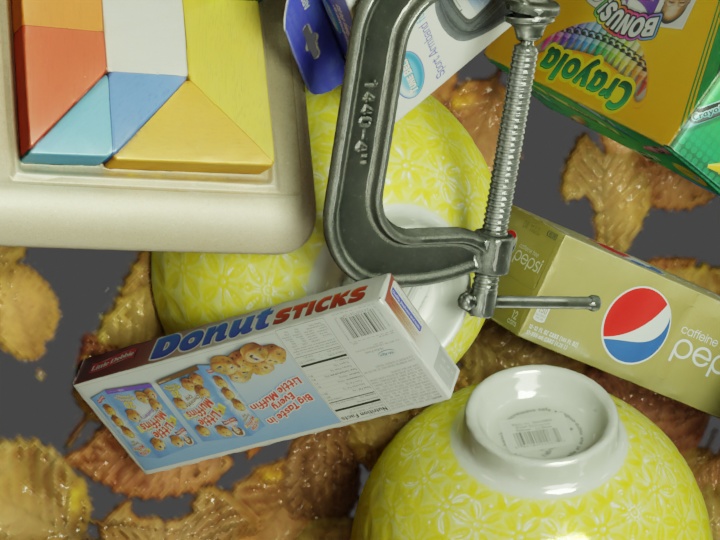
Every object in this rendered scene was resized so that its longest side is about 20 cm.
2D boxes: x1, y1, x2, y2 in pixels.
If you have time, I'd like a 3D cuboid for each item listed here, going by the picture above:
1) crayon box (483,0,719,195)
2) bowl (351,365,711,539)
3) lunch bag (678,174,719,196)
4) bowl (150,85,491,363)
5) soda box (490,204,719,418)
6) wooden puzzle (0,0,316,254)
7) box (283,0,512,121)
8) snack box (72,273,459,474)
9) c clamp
[{"bbox_3d":[0.160,-0.123,1.491,0.058,0.200,0.119,35,89,-32],"label":"crayon box"},{"bbox_3d":[0.093,0.116,1.517,0.199,0.200,0.108,-17,131,-20],"label":"bowl"},{"bbox_3d":[0.264,-0.083,1.556,0.135,0.200,0.133,-6,112,-30],"label":"lunch bag"},{"bbox_3d":[0.000,0.000,1.508,0.199,0.108,0.201,-9,111,-24],"label":"bowl"},{"bbox_3d":[0.163,0.031,1.621,0.199,0.068,0.064,21,96,-30],"label":"soda box"},{"bbox_3d":[-0.109,-0.111,1.417,0.184,0.037,0.201,2,79,-27],"label":"wooden puzzle"},{"bbox_3d":[0.050,-0.162,1.440,0.200,0.041,0.119,-42,148,-12],"label":"box"},{"bbox_3d":[-0.051,0.056,1.470,0.072,0.199,0.024,54,38,-30],"label":"snack box"},{"bbox_3d":[0.055,-0.066,1.436,0.170,0.027,0.201,-7,113,-29],"label":"c clamp"}]
